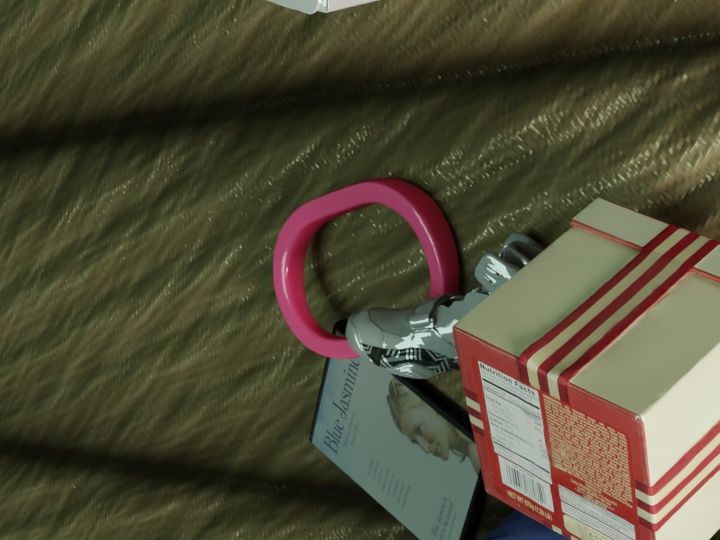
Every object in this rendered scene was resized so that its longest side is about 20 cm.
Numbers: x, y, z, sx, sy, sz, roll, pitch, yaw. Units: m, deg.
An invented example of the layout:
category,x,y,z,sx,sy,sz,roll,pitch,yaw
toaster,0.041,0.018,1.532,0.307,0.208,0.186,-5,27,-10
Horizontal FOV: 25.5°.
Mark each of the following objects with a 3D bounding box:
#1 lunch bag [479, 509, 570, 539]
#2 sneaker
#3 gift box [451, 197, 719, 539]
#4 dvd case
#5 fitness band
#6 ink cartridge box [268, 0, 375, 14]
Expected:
category,x,y,z,sx,sy,sz,roll,pitch,yaw
lunch bag,0.169,0.243,1.170,0.136,0.132,0.200,23,136,42
sneaker,0.084,0.027,1.236,0.200,0.075,0.115,11,111,23
gift box,0.187,0.080,1.081,0.185,0.187,0.200,29,145,36
dvd case,0.034,0.152,1.408,0.200,0.018,0.143,38,132,34
fitness band,0.000,0.000,1.357,0.200,0.037,0.144,-18,87,45
ink cartridge box,0.000,-0.252,1.138,0.146,0.200,0.086,24,122,41
